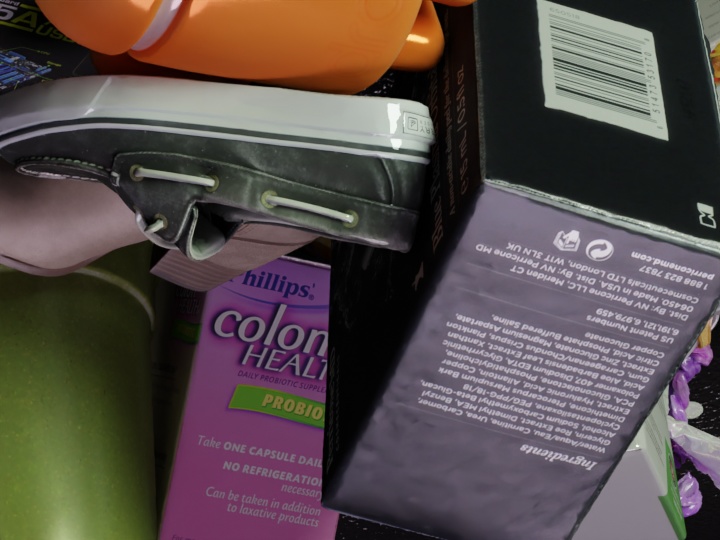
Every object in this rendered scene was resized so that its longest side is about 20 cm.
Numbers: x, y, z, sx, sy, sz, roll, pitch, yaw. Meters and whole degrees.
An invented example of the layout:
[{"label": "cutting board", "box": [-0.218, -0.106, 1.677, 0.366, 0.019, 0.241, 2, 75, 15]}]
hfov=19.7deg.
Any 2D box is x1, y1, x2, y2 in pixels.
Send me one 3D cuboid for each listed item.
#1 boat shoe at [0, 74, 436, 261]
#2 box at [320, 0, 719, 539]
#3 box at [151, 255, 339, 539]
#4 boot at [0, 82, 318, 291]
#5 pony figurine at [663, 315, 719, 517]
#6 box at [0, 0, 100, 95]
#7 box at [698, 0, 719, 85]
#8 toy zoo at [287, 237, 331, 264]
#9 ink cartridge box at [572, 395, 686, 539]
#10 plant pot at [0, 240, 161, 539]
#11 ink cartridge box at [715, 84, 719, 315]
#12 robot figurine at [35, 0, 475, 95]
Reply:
[{"label": "boat shoe", "box": [-0.068, -0.040, 0.855, 0.199, 0.071, 0.072, 4, 175, 23]}, {"label": "box", "box": [0.067, -0.015, 0.914, 0.117, 0.197, 0.200, 15, 130, -11]}, {"label": "box", "box": [-0.075, 0.091, 1.137, 0.096, 0.201, 0.176, 11, 176, -18]}, {"label": "boot", "box": [-0.097, -0.057, 0.953, 0.199, 0.071, 0.146, 15, 139, -29]}, {"label": "pony figurine", "box": [0.181, 0.108, 1.345, 0.200, 0.167, 0.193, -42, 136, -4]}, {"label": "box", "box": [-0.142, -0.087, 0.998, 0.199, 0.048, 0.193, 11, 148, -31]}, {"label": "box", "box": [0.204, -0.133, 0.978, 0.200, 0.042, 0.039, -28, 149, 37]}, {"label": "toy zoo", "box": [0.000, 0.000, 1.159, 0.131, 0.021, 0.200, 24, 170, 29]}, {"label": "ink cartridge box", "box": [0.113, 0.040, 1.131, 0.084, 0.201, 0.145, -12, 151, 12]}, {"label": "plant pot", "box": [-0.177, 0.083, 1.039, 0.199, 0.191, 0.200, -12, 152, -7]}, {"label": "ink cartridge box", "box": [0.239, -0.053, 1.107, 0.199, 0.084, 0.176, -10, 155, 9]}, {"label": "robot figurine", "box": [-0.050, -0.136, 0.828, 0.199, 0.117, 0.144, 8, 175, -27]}]
